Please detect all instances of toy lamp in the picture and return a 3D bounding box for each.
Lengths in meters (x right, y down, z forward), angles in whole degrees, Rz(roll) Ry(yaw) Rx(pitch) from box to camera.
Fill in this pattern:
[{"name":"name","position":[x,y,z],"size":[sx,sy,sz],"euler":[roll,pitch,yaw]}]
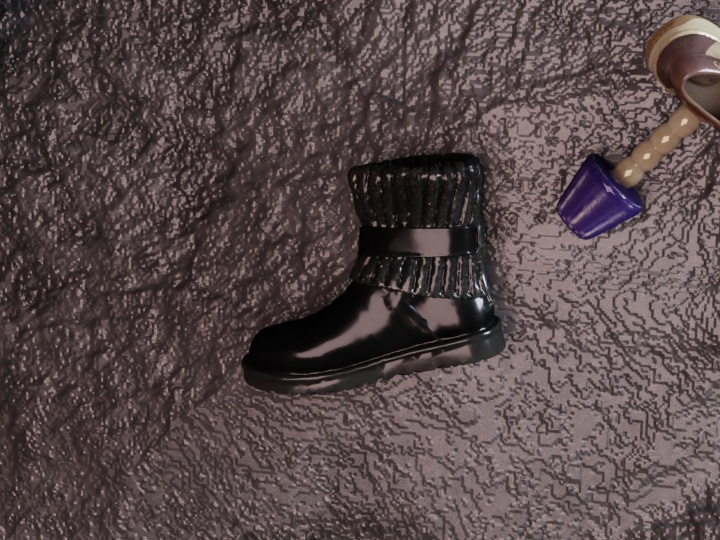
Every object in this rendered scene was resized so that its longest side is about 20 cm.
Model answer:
[{"name":"toy lamp","position":[0.224,-0.099,1.676],"size":[0.200,0.058,0.058],"euler":[-42,89,16]}]

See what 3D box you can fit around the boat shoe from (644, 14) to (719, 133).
[{"name":"boat shoe","position":[0.284,-0.105,1.607],"size":[0.200,0.072,0.072],"euler":[29,113,-30]}]

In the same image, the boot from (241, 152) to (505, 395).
[{"name":"boot","position":[0.001,-0.001,1.738],"size":[0.210,0.079,0.158],"euler":[-11,105,6]}]
